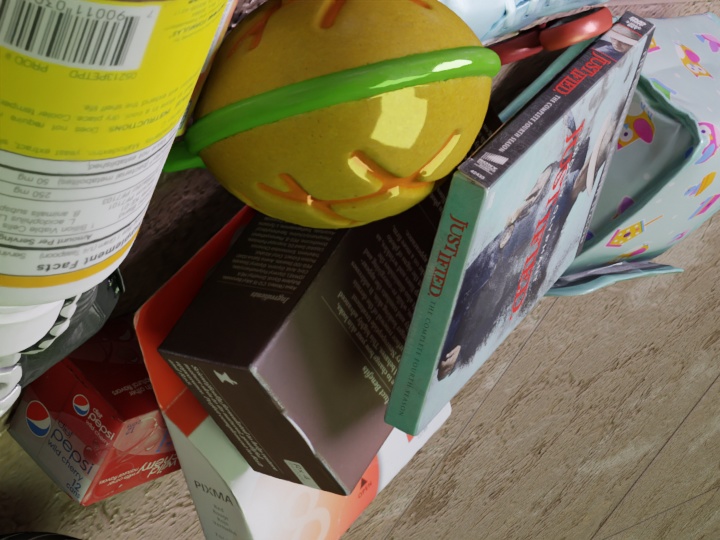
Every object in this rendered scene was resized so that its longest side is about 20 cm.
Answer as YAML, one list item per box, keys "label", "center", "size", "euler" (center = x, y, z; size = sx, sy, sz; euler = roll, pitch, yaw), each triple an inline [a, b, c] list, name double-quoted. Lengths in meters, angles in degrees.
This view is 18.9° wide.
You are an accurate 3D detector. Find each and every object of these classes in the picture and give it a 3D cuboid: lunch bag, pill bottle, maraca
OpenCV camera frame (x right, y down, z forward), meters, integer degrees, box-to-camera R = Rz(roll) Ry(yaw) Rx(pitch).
- label: "lunch bag"
  center: [0.143, -0.051, 1.292]
  size: [0.200, 0.122, 0.170]
  euler: [-46, 162, 26]
- label: "pill bottle"
  center: [-0.111, -0.065, 0.713]
  size: [0.109, 0.109, 0.200]
  euler: [-23, 150, -43]
- label: "maraca"
  center: [-0.017, -0.070, 0.965]
  size: [0.137, 0.107, 0.200]
  euler: [-10, 177, -24]

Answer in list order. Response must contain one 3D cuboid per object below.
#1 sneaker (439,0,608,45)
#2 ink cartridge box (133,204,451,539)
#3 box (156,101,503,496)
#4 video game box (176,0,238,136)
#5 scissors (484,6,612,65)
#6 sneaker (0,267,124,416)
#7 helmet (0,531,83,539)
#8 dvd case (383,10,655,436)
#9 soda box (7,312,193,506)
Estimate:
- label: "sneaker"
  center: [0.095, -0.157, 1.039]
  size: [0.082, 0.074, 0.200]
  euler: [-8, -163, 38]
- label: "ink cartridge box"
  center: [-0.028, 0.051, 1.113]
  size: [0.162, 0.050, 0.200]
  euler: [-46, 143, -31]
- label: "box"
  center: [0.000, 0.000, 1.067]
  size: [0.200, 0.075, 0.100]
  euler: [-56, 131, -26]
- label: "video game box"
  center: [-0.113, -0.116, 0.819]
  size: [0.182, 0.047, 0.200]
  euler: [-20, 147, -42]
- label: "scissors"
  center: [0.100, -0.122, 1.105]
  size: [0.073, 0.014, 0.200]
  euler: [-19, -175, 15]
- label: "sneaker"
  center: [-0.139, 0.000, 0.934]
  size: [0.090, 0.066, 0.200]
  euler: [-43, 177, -31]
- label: "helmet"
  center: [-0.173, 0.231, 1.140]
  size: [0.200, 0.191, 0.200]
  euler: [-51, -167, 17]
- label: "dvd case"
  center: [0.078, -0.026, 1.039]
  size: [0.200, 0.022, 0.146]
  euler: [-45, 155, -51]
- label: "soda box"
  center: [-0.086, 0.057, 1.151]
  size: [0.200, 0.063, 0.070]
  euler: [-19, 147, -49]
